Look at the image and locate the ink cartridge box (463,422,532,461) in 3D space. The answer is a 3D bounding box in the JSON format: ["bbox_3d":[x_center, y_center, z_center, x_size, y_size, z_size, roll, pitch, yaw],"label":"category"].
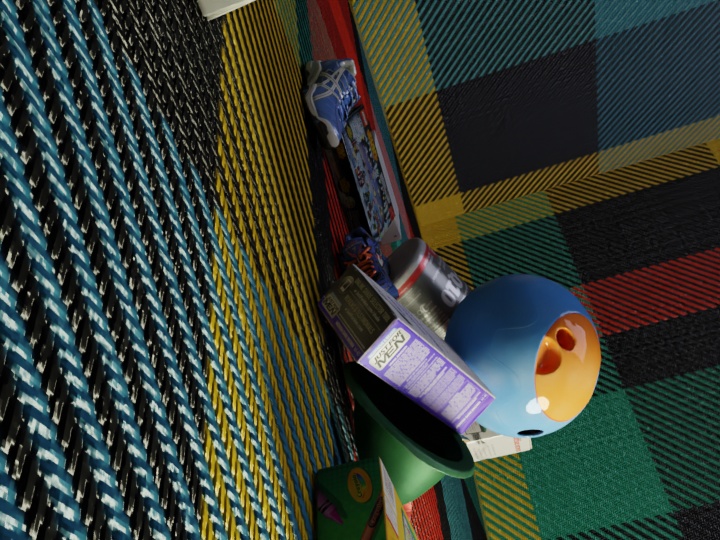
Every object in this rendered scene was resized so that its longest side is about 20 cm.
[{"bbox_3d":[0.184,0.272,1.196,0.147,0.195,0.086,61,16,-61],"label":"ink cartridge box"}]

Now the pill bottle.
[{"bbox_3d":[0.115,0.060,1.025,0.200,0.114,0.114,43,18,-15],"label":"pill bottle"}]

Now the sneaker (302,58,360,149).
[{"bbox_3d":[-0.040,-0.256,1.030,0.076,0.075,0.203,68,12,-46],"label":"sneaker"}]

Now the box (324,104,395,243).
[{"bbox_3d":[-0.001,-0.153,1.142,0.137,0.039,0.204,-59,135,-59],"label":"box"}]

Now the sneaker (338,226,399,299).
[{"bbox_3d":[0.000,0.000,0.923,0.080,0.074,0.200,63,4,-18],"label":"sneaker"}]

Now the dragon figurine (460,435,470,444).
[{"bbox_3d":[0.104,0.208,0.957,0.202,0.058,0.100,71,-5,-51],"label":"dragon figurine"}]

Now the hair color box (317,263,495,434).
[{"bbox_3d":[0.052,0.088,0.760,0.200,0.065,0.109,42,5,-39],"label":"hair color box"}]

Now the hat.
[{"bbox_3d":[0.014,0.229,0.756,0.199,0.177,0.166,37,11,3],"label":"hat"}]

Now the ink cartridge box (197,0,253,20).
[{"bbox_3d":[-0.121,-0.333,0.590,0.145,0.082,0.204,-90,164,-63],"label":"ink cartridge box"}]

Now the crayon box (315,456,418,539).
[{"bbox_3d":[0.020,0.265,0.580,0.120,0.057,0.202,-94,167,-51],"label":"crayon box"}]

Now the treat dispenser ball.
[{"bbox_3d":[0.203,0.107,0.892,0.201,0.196,0.206,-15,90,-82],"label":"treat dispenser ball"}]

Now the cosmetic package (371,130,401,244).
[{"bbox_3d":[0.039,-0.182,1.533,0.152,0.051,0.203,-94,166,-61],"label":"cosmetic package"}]
